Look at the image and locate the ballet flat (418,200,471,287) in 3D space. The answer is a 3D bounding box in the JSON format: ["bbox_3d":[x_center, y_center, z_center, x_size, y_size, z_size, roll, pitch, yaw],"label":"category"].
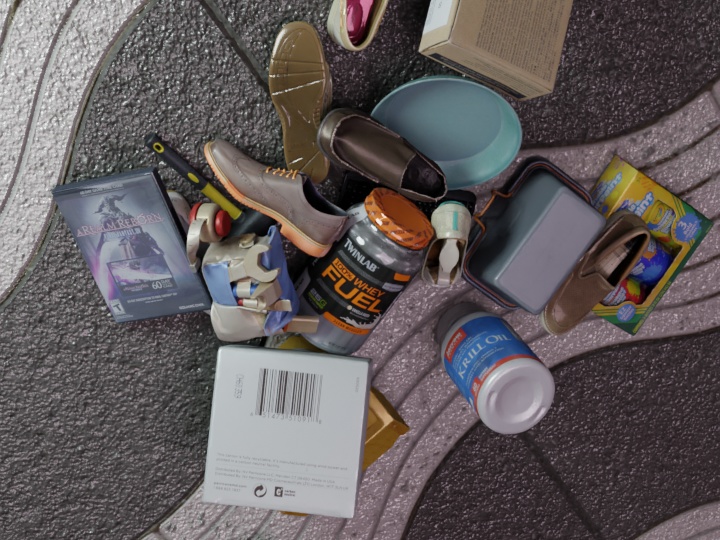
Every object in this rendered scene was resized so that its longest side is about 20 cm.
[{"bbox_3d":[0.106,-0.015,1.688,0.066,0.063,0.201,1,150,-1],"label":"ballet flat"}]

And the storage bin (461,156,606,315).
[{"bbox_3d":[0.228,-0.044,1.710,0.145,0.134,0.201,35,94,-14],"label":"storage bin"}]

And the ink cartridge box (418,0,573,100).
[{"bbox_3d":[0.173,-0.331,1.560,0.163,0.075,0.202,20,78,-27],"label":"ink cartridge box"}]

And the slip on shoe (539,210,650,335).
[{"bbox_3d":[0.321,0.010,1.749,0.076,0.061,0.200,37,99,-27],"label":"slip on shoe"}]

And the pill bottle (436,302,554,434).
[{"bbox_3d":[0.175,0.125,1.752,0.111,0.200,0.114,-8,117,-17],"label":"pill bottle"}]

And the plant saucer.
[{"bbox_3d":[0.106,-0.181,1.633,0.197,0.036,0.201,3,141,2],"label":"plant saucer"}]

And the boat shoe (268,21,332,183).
[{"bbox_3d":[-0.071,-0.210,1.589,0.072,0.063,0.202,2,114,8],"label":"boat shoe"}]

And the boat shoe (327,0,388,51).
[{"bbox_3d":[0.014,-0.358,1.536,0.073,0.069,0.202,4,113,-22],"label":"boat shoe"}]

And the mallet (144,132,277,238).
[{"bbox_3d":[-0.197,-0.094,1.608,0.199,0.041,0.066,34,102,-25],"label":"mallet"}]

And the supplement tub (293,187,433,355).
[{"bbox_3d":[0.000,0.000,1.652,0.122,0.123,0.201,22,118,-28],"label":"supplement tub"}]

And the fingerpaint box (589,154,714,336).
[{"bbox_3d":[0.376,-0.033,1.825,0.166,0.073,0.201,28,102,-28],"label":"fingerpaint box"}]

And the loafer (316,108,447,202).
[{"bbox_3d":[0.036,-0.142,1.589,0.199,0.071,0.074,22,92,-33],"label":"loafer"}]

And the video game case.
[{"bbox_3d":[-0.276,-0.027,1.577,0.141,0.019,0.202,-9,123,20],"label":"video game case"}]

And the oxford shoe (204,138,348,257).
[{"bbox_3d":[-0.102,-0.106,1.585,0.199,0.071,0.073,37,119,-7],"label":"oxford shoe"}]

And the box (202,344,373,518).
[{"bbox_3d":[-0.090,0.204,1.660,0.196,0.131,0.203,5,89,3],"label":"box"}]

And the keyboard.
[{"bbox_3d":[0.061,-0.068,1.712,0.198,0.040,0.105,9,110,-23],"label":"keyboard"}]

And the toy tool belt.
[{"bbox_3d":[-0.124,0.000,1.569,0.121,0.126,0.202,1,131,19],"label":"toy tool belt"}]

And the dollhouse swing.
[{"bbox_3d":[-0.071,0.210,1.799,0.200,0.176,0.182,-40,163,2],"label":"dollhouse swing"}]

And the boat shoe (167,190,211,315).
[{"bbox_3d":[-0.204,-0.005,1.624,0.070,0.069,0.201,-34,122,-4],"label":"boat shoe"}]
